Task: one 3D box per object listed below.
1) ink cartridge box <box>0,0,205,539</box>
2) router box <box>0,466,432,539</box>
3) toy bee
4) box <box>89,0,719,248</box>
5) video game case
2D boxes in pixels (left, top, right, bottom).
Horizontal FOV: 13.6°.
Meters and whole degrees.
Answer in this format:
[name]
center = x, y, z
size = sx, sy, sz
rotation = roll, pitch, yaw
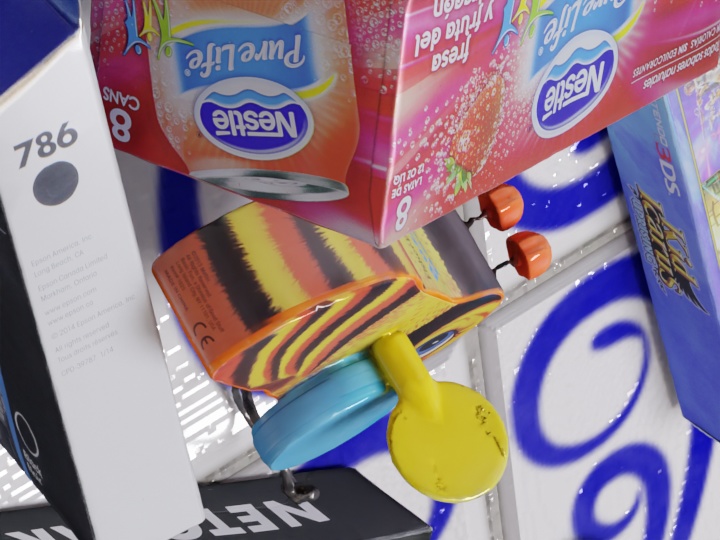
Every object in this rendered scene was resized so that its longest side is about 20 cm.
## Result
[ink cartridge box]
center = -0.095, -0.022, 0.814
size = 0.039, 0.099, 0.201
rotation = -25, 130, -19
[router box]
center = -0.078, 0.149, 0.977
size = 0.199, 0.051, 0.150
rotation = -4, 116, -42
[toy bee]
center = 0.000, 0.000, 0.883
size = 0.108, 0.200, 0.131
rotation = -31, 98, -2
[box]
center = 0.022, -0.089, 0.837
size = 0.200, 0.099, 0.096
rotation = -29, 133, -53
[video game case]
center = 0.174, -0.057, 1.085
size = 0.181, 0.045, 0.201
rotation = -39, 136, -20
